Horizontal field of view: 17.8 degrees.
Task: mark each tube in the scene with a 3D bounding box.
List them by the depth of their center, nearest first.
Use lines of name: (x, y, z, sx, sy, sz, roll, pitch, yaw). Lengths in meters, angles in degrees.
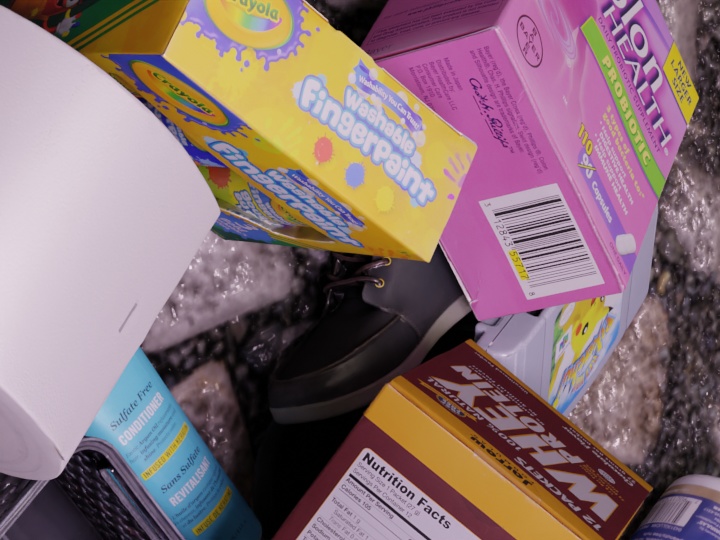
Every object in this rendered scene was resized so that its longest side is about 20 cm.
tube: (-0.125, 0.078, 1.204, 0.201, 0.050, 0.078, 55, 52, -25)

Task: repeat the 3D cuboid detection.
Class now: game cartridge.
game cartridge: (0.124, 0.029, 1.388, 0.200, 0.040, 0.134, -49, 156, -35)

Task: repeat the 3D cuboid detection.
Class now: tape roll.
tape roll: (-0.184, -0.017, 1.030, 0.203, 0.202, 0.140, 46, 65, -35)

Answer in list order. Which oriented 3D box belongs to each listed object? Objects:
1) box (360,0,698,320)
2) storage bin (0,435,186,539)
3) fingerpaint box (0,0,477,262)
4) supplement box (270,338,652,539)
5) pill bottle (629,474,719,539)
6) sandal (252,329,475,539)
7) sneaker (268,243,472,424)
box: (0.099, -0.106, 1.307, 0.177, 0.096, 0.200, 61, 34, -26)
storage bin: (-0.183, 0.184, 1.125, 0.200, 0.093, 0.136, -52, 125, -27)
fingerpaint box: (-0.069, -0.084, 1.153, 0.200, 0.166, 0.074, 37, 70, -39)
supplement box: (0.030, 0.162, 1.184, 0.201, 0.133, 0.197, -53, 171, 12)
pill bottle: (0.193, 0.237, 1.462, 0.200, 0.111, 0.111, -49, 124, -27)
sandal: (0.014, 0.089, 1.328, 0.200, 0.043, 0.077, -33, 116, -35)
sneaker: (0.000, 0.000, 1.296, 0.200, 0.074, 0.107, -41, 116, -43)
